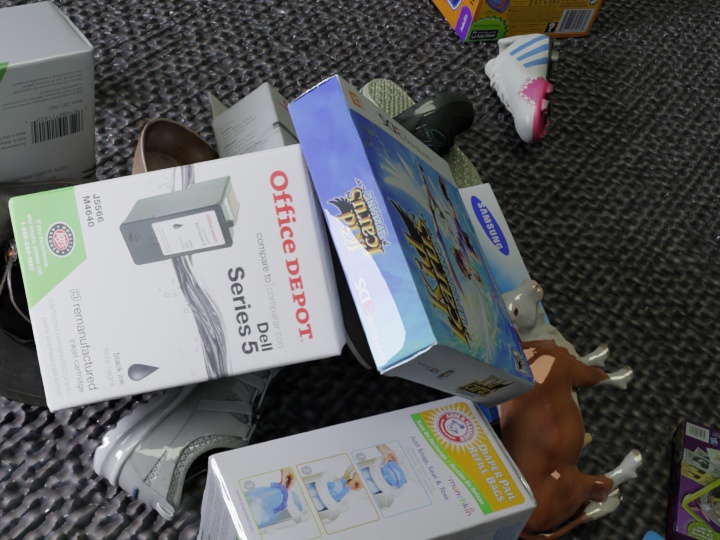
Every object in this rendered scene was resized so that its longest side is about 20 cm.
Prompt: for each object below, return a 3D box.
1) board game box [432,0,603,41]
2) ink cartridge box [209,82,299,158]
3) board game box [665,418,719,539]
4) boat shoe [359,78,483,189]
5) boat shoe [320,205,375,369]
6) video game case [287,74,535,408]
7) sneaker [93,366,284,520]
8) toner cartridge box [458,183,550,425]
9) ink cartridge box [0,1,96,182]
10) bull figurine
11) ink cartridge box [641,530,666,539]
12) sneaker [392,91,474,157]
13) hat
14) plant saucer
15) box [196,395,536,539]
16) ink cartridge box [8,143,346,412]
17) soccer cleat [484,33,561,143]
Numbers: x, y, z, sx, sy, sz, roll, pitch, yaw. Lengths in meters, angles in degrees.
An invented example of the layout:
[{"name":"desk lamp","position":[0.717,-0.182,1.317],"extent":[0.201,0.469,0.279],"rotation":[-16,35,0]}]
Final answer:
[{"name":"board game box","position":[0.204,-0.441,1.272],"extent":[0.200,0.200,0.200],"rotation":[-8,50,-24]},{"name":"ink cartridge box","position":[-0.067,-0.086,0.889],"extent":[0.116,0.067,0.200],"rotation":[40,24,-45]},{"name":"board game box","position":[0.353,0.206,0.803],"extent":[0.200,0.032,0.120],"rotation":[20,40,5]},{"name":"boat shoe","position":[0.060,-0.106,1.004],"extent":[0.075,0.062,0.200],"rotation":[-28,74,-41]},{"name":"boat shoe","position":[0.000,0.000,0.782],"extent":[0.057,0.200,0.067],"rotation":[-16,35,8]},{"name":"video game case","position":[0.040,-0.014,0.677],"extent":[0.181,0.045,0.200],"rotation":[24,41,-58]},{"name":"sneaker","position":[-0.103,0.109,0.747],"extent":[0.082,0.075,0.200],"rotation":[41,59,12]},{"name":"toner cartridge box","position":[0.103,0.029,0.843],"extent":[0.095,0.043,0.200],"rotation":[-14,74,-29]},{"name":"ink cartridge box","position":[-0.298,-0.100,0.795],"extent":[0.146,0.200,0.084],"rotation":[-20,52,-32]},{"name":"bull figurine","position":[0.151,0.107,0.765],"extent":[0.121,0.065,0.200],"rotation":[0,86,-16]},{"name":"ink cartridge box","position":[0.187,0.286,0.648],"extent":[0.116,0.067,0.200],"rotation":[37,47,19]},{"name":"sneaker","position":[0.046,-0.108,0.911],"extent":[0.200,0.073,0.082],"rotation":[-30,90,-43]},{"name":"hat","position":[-0.238,0.024,0.764],"extent":[0.200,0.081,0.201],"rotation":[14,63,-28]},{"name":"plant saucer","position":[-0.127,-0.036,0.825],"extent":[0.034,0.200,0.200],"rotation":[-31,47,16]},{"name":"box","position":[0.001,0.174,0.671],"extent":[0.200,0.113,0.101],"rotation":[-10,48,-25]},{"name":"ink cartridge box","position":[-0.120,0.004,0.676],"extent":[0.200,0.084,0.146],"rotation":[-11,90,0]},{"name":"soccer cleat","position":[0.186,-0.214,1.150],"extent":[0.086,0.070,0.200],"rotation":[6,41,12]}]
